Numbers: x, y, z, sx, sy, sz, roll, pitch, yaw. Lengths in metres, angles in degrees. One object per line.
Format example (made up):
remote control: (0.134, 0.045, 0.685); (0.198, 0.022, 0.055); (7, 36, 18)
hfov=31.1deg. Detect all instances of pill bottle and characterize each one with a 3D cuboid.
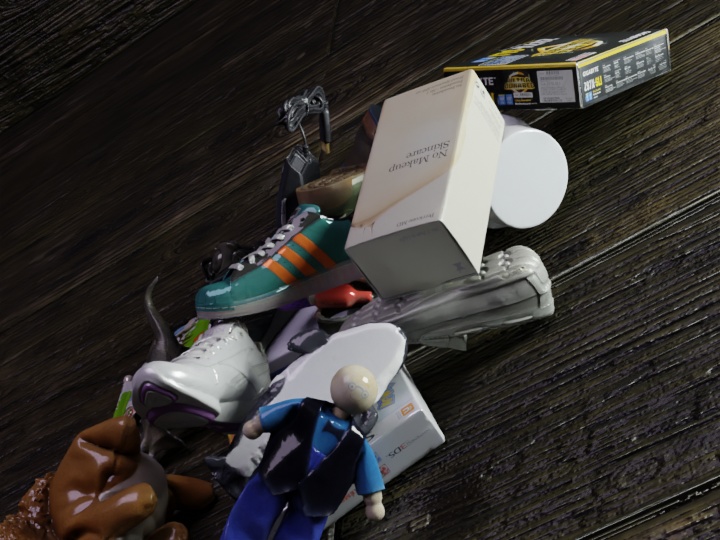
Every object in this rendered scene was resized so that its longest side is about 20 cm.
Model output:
pill bottle: (0.119, -0.106, 1.317); (0.114, 0.114, 0.200); (-42, 24, -11)

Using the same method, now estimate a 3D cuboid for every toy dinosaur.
toy dinosaur: (-0.200, 0.111, 1.361); (0.102, 0.076, 0.203); (-119, 38, -71)

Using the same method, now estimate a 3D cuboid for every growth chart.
growth chart: (-0.219, 0.102, 1.514); (0.200, 0.018, 0.145); (-42, 21, 14)

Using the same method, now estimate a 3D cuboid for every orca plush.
orca plush: (-0.037, 0.125, 1.115); (0.201, 0.105, 0.071); (-53, -18, -10)

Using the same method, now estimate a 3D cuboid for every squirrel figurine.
squirrel figurine: (-0.249, 0.260, 1.172); (0.197, 0.142, 0.189); (-16, 45, 19)

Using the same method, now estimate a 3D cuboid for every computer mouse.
computer mouse: (-0.064, -0.102, 1.422); (0.045, 0.203, 0.141); (-1, 22, 16)

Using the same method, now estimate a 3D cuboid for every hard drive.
hard drive: (-0.081, 0.064, 1.405); (0.198, 0.025, 0.133); (-27, 26, 24)

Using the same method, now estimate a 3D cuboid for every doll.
doll: (-0.041, 0.169, 1.046); (0.202, 0.135, 0.048); (-62, 1, -4)

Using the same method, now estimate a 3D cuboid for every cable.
cable: (0.030, 0.014, 1.227); (0.197, 0.051, 0.098); (-1, 46, 19)

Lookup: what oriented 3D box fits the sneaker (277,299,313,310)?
sneaker: (0.000, 0.000, 1.309); (0.197, 0.081, 0.089); (-18, 42, -3)

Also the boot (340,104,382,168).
boot: (0.023, -0.105, 1.540); (0.097, 0.074, 0.201); (-54, 26, 27)

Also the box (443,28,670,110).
box: (0.203, -0.205, 1.325); (0.158, 0.050, 0.199); (2, 19, 40)

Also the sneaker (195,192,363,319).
sneaker: (-0.065, -0.014, 1.181); (0.197, 0.081, 0.071); (-20, 5, -18)

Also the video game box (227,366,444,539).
video game box: (-0.030, 0.146, 1.165); (0.181, 0.047, 0.200); (-35, 24, 1)

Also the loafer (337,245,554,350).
loafer: (0.075, 0.043, 1.145); (0.197, 0.071, 0.070); (-18, 20, 19)

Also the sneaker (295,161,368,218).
sneaker: (-0.012, -0.060, 1.385); (0.066, 0.091, 0.200); (-10, 9, 15)

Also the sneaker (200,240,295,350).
sneaker: (-0.142, 0.046, 1.354); (0.076, 0.115, 0.200); (-9, 39, 50)

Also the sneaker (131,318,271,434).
sneaker: (-0.138, 0.088, 1.121); (0.074, 0.200, 0.101); (-8, 77, 21)

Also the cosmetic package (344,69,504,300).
cosmetic package: (0.061, -0.079, 1.165); (0.102, 0.073, 0.202); (-17, 39, 29)
